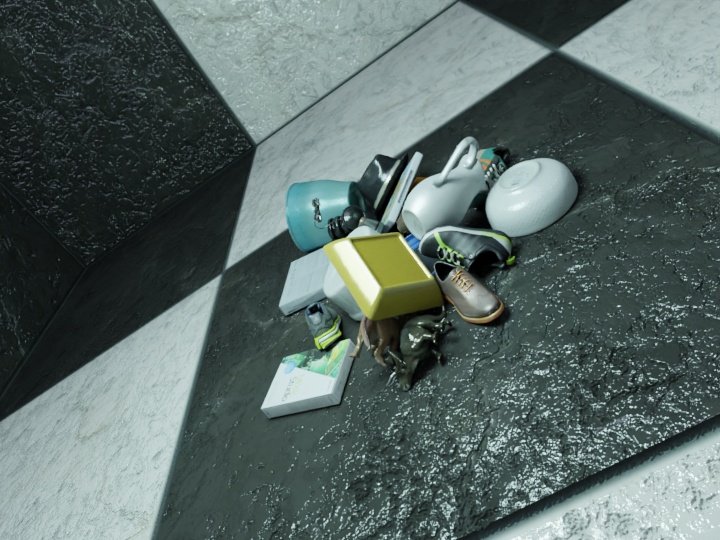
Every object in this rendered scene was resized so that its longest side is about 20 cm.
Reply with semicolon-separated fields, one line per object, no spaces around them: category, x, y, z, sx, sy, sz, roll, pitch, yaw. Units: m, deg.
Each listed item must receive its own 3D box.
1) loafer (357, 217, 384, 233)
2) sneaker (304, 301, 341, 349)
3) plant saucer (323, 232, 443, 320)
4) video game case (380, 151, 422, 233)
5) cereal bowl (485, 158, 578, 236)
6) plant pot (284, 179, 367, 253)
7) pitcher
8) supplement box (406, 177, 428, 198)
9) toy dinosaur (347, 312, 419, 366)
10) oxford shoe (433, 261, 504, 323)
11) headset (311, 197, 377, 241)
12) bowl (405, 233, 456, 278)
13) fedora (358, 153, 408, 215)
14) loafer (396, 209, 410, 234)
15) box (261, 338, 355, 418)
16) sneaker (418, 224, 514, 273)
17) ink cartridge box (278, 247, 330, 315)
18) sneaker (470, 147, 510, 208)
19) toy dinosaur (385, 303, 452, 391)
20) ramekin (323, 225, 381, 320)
loafer;-0.002;-0.080;1.435;0.200;0.062;0.073;-45;19;60
sneaker;-0.087;0.105;1.298;0.073;0.082;0.200;-29;13;-3
plant saucer;0.053;-0.006;1.135;0.202;0.196;0.049;56;137;31
video game case;0.092;-0.179;1.441;0.200;0.022;0.186;129;165;-77
cereal bowl;0.348;-0.169;1.209;0.197;0.084;0.202;-28;29;17
plant pot;-0.087;-0.168;1.625;0.183;0.203;0.203;-11;36;24
pitcher;0.181;-0.172;1.217;0.199;0.173;0.121;-39;53;-16
supplement box;0.193;-0.190;1.444;0.067;0.069;0.198;-45;25;-18
toy dinosaur;0.040;0.103;1.104;0.084;0.199;0.140;13;93;26
oxford shoe;0.196;0.038;1.090;0.071;0.074;0.199;-41;28;-8
headset;-0.043;-0.132;1.486;0.122;0.197;0.097;-28;68;42
bowl;0.138;-0.022;1.289;0.197;0.040;0.203;-29;29;18
fedora;0.052;-0.248;1.574;0.204;0.090;0.201;-60;-2;-4
loafer;0.122;-0.133;1.380;0.070;0.074;0.200;-32;0;18
box;-0.108;0.229;1.214;0.196;0.037;0.146;-19;33;31
sneaker;0.208;-0.039;1.148;0.194;0.073;0.084;-1;47;19
ink cartridge box;-0.116;0.011;1.544;0.196;0.041;0.202;-25;31;22
sneaker;0.304;-0.230;1.366;0.078;0.072;0.203;-12;39;39
toy dinosaur;0.111;0.121;1.070;0.100;0.078;0.203;-2;47;28
ramekin;0.000;0.000;1.294;0.201;0.096;0.203;-48;22;27
